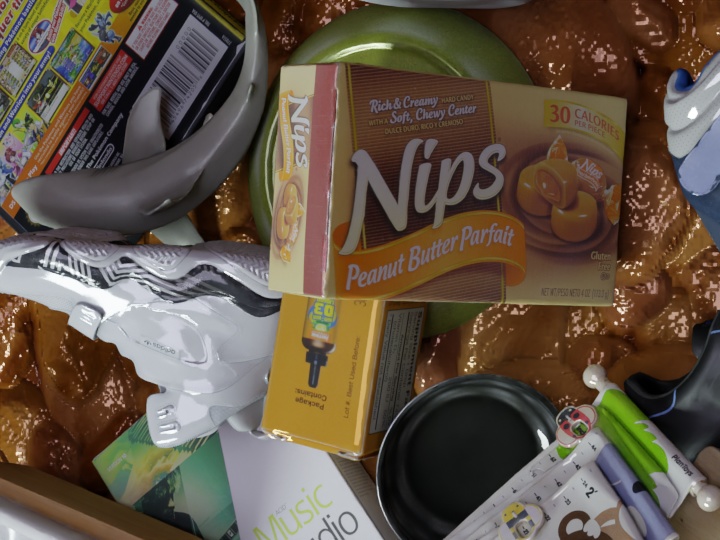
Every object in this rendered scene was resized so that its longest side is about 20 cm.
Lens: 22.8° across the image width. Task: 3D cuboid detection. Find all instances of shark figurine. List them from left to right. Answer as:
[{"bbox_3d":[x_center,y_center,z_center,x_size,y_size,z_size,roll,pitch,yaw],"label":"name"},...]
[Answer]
[{"bbox_3d":[-0.102,-0.073,1.054,0.128,0.090,0.215,41,108,-7],"label":"shark figurine"}]

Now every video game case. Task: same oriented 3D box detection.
[{"bbox_3d":[-0.179,-0.117,1.144,0.181,0.025,0.201,41,108,19],"label":"video game case"}]

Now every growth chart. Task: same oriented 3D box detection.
[{"bbox_3d":[0.093,0.151,0.918,0.200,0.018,0.145,-43,39,-5],"label":"growth chart"}]

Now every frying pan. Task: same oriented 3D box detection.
[{"bbox_3d":[0.077,0.146,1.014,0.114,0.031,0.191,-20,105,-1],"label":"frying pan"}]

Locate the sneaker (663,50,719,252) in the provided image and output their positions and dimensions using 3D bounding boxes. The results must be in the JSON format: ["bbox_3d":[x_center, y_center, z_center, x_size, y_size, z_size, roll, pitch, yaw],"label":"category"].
[{"bbox_3d":[0.250,-0.087,0.907,0.199,0.080,0.148,-26,82,26],"label":"sneaker"}]

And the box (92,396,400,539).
[{"bbox_3d":[-0.060,0.154,1.084,0.144,0.036,0.201,-41,73,20],"label":"box"}]

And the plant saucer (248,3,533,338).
[{"bbox_3d":[0.015,-0.059,1.049,0.198,0.031,0.202,0,90,25],"label":"plant saucer"}]

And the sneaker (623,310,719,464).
[{"bbox_3d":[0.227,0.038,0.926,0.200,0.070,0.078,-39,82,22],"label":"sneaker"}]

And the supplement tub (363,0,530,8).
[{"bbox_3d":[0.045,-0.250,0.980,0.122,0.122,0.202,4,93,25],"label":"supplement tub"}]

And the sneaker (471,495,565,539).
[{"bbox_3d":[0.077,0.232,0.956,0.075,0.116,0.201,11,57,41],"label":"sneaker"}]

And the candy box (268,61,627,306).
[{"bbox_3d":[0.050,-0.042,0.939,0.055,0.199,0.117,5,92,54],"label":"candy box"}]

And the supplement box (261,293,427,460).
[{"bbox_3d":[0.000,0.000,1.004,0.066,0.069,0.202,12,95,25],"label":"supplement box"}]

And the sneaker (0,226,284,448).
[{"bbox_3d":[-0.132,0.039,1.041,0.198,0.075,0.116,5,98,8],"label":"sneaker"}]

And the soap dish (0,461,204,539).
[{"bbox_3d":[-0.176,0.210,1.091,0.199,0.081,0.159,16,108,33],"label":"soap dish"}]

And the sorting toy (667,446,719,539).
[{"bbox_3d":[0.202,0.225,0.872,0.200,0.069,0.200,-63,36,13],"label":"sorting toy"}]
